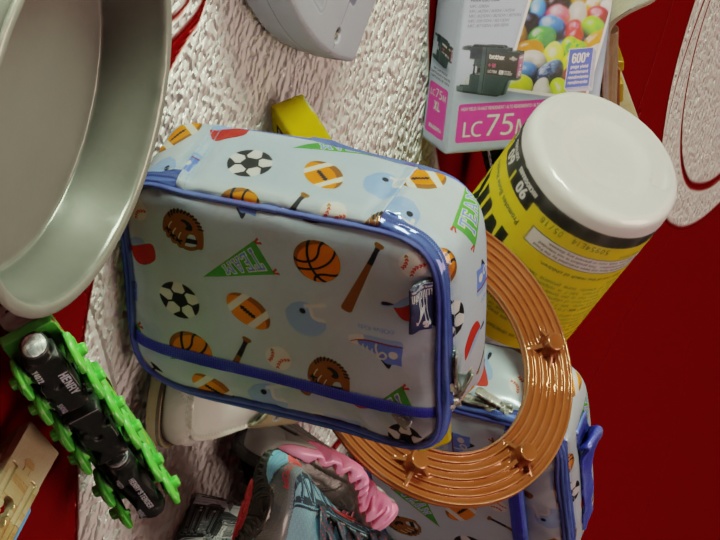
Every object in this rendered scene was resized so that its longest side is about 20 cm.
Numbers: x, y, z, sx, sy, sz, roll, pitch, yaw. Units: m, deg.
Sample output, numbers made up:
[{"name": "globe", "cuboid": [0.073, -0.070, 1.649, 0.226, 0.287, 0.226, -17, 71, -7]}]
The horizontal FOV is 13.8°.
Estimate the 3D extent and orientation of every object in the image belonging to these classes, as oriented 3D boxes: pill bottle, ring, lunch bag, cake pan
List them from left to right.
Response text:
[{"name": "cake pan", "cuboid": [-0.146, -0.079, 1.395, 0.200, 0.037, 0.202, 14, 90, -72]}, {"name": "lunch bag", "cuboid": [-0.026, 0.013, 1.556, 0.076, 0.199, 0.161, -53, 151, -48]}, {"name": "ring", "cuboid": [0.052, 0.051, 1.867, 0.019, 0.200, 0.201, -37, -160, 52]}, {"name": "lunch bag", "cuboid": [0.083, 0.125, 2.000, 0.201, 0.159, 0.076, 81, 29, -51]}, {"name": "pill bottle", "cuboid": [0.117, -0.016, 1.996, 0.200, 0.114, 0.114, -54, 180, 42]}]

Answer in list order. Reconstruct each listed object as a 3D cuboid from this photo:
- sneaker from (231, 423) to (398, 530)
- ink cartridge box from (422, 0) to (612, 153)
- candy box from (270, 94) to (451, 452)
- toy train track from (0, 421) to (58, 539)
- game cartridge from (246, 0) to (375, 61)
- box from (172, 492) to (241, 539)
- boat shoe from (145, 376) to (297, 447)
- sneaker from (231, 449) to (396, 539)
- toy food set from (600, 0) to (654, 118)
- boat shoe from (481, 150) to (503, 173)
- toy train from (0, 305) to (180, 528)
[{"name": "sneaker", "cuboid": [-0.041, 0.150, 1.837, 0.096, 0.079, 0.200, -53, 153, -6]}, {"name": "ink cartridge box", "cuboid": [0.110, -0.179, 1.975, 0.119, 0.042, 0.201, -5, 112, -27]}, {"name": "candy box", "cuboid": [0.000, 0.000, 1.691, 0.026, 0.200, 0.103, -21, 138, -12]}, {"name": "toy train track", "cuboid": [-0.195, 0.148, 1.412, 0.115, 0.032, 0.200, 51, 36, -21]}, {"name": "game cartridge", "cuboid": [-0.026, -0.201, 1.667, 0.200, 0.041, 0.134, 56, 47, -66]}, {"name": "box", "cuboid": [-0.102, 0.258, 1.747, 0.158, 0.049, 0.201, 79, 30, -50]}, {"name": "boat shoe", "cuboid": [-0.057, 0.052, 1.702, 0.200, 0.068, 0.075, -39, 139, -61]}, {"name": "sneaker", "cuboid": [-0.012, 0.161, 1.716, 0.200, 0.095, 0.080, 52, 53, -67]}, {"name": "toy food set", "cuboid": [0.179, -0.190, 2.106, 0.200, 0.060, 0.144, 82, -7, -59]}, {"name": "boat shoe", "cuboid": [0.110, -0.128, 2.059, 0.066, 0.074, 0.201, -32, 132, -62]}, {"name": "toy train", "cuboid": [-0.138, 0.070, 1.502, 0.057, 0.042, 0.200, 63, 0, 31]}]
